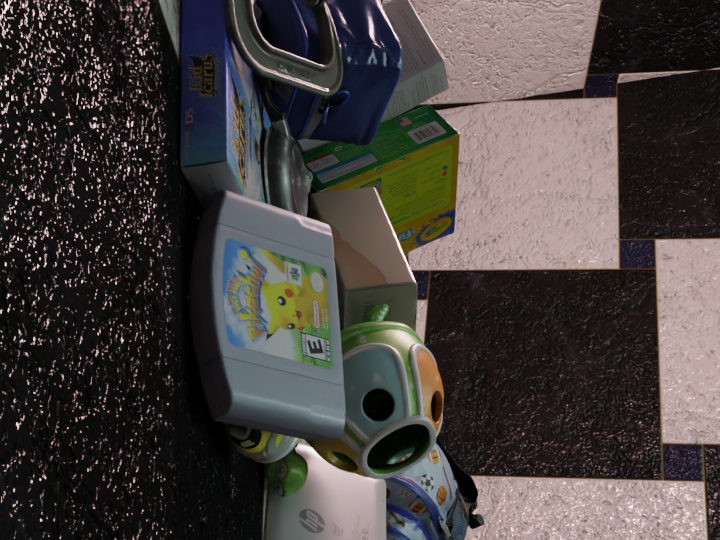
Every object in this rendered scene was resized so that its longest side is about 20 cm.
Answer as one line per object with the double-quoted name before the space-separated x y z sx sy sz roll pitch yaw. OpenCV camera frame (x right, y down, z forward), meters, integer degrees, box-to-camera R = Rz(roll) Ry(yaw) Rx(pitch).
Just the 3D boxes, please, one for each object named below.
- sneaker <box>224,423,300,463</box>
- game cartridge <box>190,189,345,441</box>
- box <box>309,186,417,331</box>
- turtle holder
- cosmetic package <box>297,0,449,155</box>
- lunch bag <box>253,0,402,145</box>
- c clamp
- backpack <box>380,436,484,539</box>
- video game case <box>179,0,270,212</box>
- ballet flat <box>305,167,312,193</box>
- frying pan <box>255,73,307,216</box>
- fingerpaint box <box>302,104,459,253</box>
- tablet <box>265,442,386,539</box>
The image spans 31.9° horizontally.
"sneaker" -0.089 0.060 1.068 0.076 0.075 0.201 42 36 -71
"game cartridge" -0.077 0.034 1.033 0.040 0.133 0.201 -35 -129 44
"box" 0.000 0.000 1.345 0.200 0.077 0.095 -112 -161 -56
"turtle holder" -0.006 0.132 1.208 0.132 0.184 0.142 -123 -149 -44
"cosmetic package" -0.007 -0.228 1.504 0.108 0.199 0.085 63 0 18
"lunch bag" -0.051 -0.224 1.328 0.201 0.132 0.136 -110 -147 -42
"c clamp" -0.076 -0.250 1.162 0.200 0.027 0.172 18 60 -55
"backpack" 0.019 0.256 1.396 0.154 0.199 0.191 -70 152 -48
"video game case" -0.119 -0.128 1.152 0.182 0.045 0.201 70 14 -59
"ballet flat" -0.083 -0.080 1.355 0.200 0.069 0.072 -1 87 -88
"frying pan" -0.074 -0.119 1.217 0.115 0.031 0.191 43 44 -77
"fingerpaint box" 0.018 -0.090 1.544 0.073 0.199 0.167 49 -26 37
"tablet" -0.031 0.251 1.209 0.014 0.130 0.200 -56 -161 31
